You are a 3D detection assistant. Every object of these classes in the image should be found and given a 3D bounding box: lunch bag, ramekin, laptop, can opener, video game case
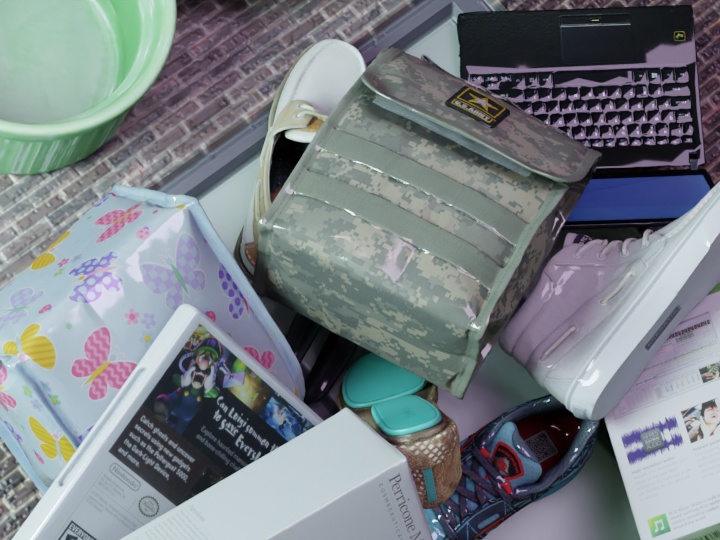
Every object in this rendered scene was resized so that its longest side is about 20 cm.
[{"bbox_3d":[-0.141,0.075,1.438,0.170,0.127,0.200,-45,118,-24],"label":"lunch bag"},{"bbox_3d":[-0.231,-0.163,1.523,0.199,0.098,0.201,6,67,-15],"label":"ramekin"},{"bbox_3d":[0.162,-0.110,1.598,0.176,0.103,0.201,-2,73,-1],"label":"laptop"},{"bbox_3d":[0.048,-0.047,1.467,0.164,0.118,0.200,27,61,9],"label":"lunch bag"},{"bbox_3d":[0.000,0.000,1.552,0.063,0.079,0.200,38,72,-5],"label":"can opener"},{"bbox_3d":[-0.096,0.148,1.399,0.200,0.023,0.182,44,75,-35],"label":"video game case"}]

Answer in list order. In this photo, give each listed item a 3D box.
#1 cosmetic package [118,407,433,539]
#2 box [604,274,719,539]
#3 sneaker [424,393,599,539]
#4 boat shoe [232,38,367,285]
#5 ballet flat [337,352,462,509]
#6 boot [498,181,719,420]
[{"bbox_3d":[-0.057,0.185,1.353,0.199,0.081,0.113,-30,122,-14],"label":"cosmetic package"},{"bbox_3d":[0.231,0.077,1.503,0.144,0.036,0.201,-22,62,14],"label":"box"},{"bbox_3d":[0.079,0.134,1.501,0.200,0.096,0.079,-34,79,-27],"label":"sneaker"},{"bbox_3d":[-0.032,-0.080,1.569,0.074,0.068,0.201,19,64,-10],"label":"boat shoe"},{"bbox_3d":[0.025,0.106,1.469,0.070,0.200,0.066,-13,104,-1],"label":"ballet flat"},{"bbox_3d":[0.177,-0.004,1.495,0.095,0.074,0.200,38,84,23],"label":"boot"}]
